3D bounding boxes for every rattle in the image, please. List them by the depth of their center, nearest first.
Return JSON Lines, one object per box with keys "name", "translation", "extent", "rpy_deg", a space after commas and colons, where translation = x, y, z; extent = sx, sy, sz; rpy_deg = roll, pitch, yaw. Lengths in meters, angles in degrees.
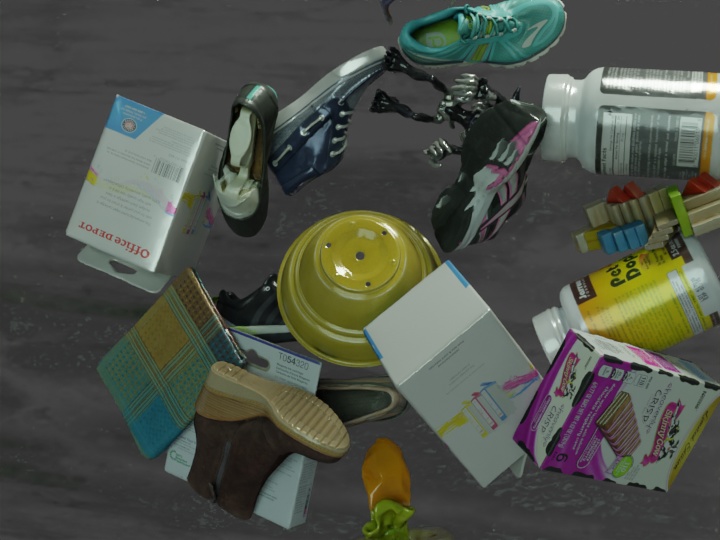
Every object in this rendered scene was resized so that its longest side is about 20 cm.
{"name": "rattle", "translation": [0.039, 0.271, 1.341], "extent": [0.128, 0.200, 0.146], "rpy_deg": [9, 89, 14]}

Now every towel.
{"name": "towel", "translation": [-0.227, 0.113, 1.463], "extent": [0.200, 0.022, 0.148], "rpy_deg": [-44, 67, 26]}

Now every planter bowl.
{"name": "planter bowl", "translation": [0.000, 0.000, 1.388], "extent": [0.196, 0.084, 0.204], "rpy_deg": [-1, 63, 1]}

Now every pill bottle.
{"name": "pill bottle", "translation": [0.292, 0.044, 1.336], "extent": [0.198, 0.109, 0.111], "rpy_deg": [-27, 81, 11]}
{"name": "pill bottle", "translation": [0.301, -0.162, 1.344], "extent": [0.196, 0.116, 0.119], "rpy_deg": [6, 88, 15]}

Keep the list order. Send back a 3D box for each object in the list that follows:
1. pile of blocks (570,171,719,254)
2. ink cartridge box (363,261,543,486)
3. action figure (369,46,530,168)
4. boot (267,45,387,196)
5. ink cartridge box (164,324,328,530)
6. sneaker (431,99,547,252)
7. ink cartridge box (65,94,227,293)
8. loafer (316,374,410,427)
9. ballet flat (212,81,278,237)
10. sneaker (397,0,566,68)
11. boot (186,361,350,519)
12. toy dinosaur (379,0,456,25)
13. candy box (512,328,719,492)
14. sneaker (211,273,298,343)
{"name": "pile of blocks", "translation": [0.306, -0.064, 1.323], "extent": [0.198, 0.082, 0.063], "rpy_deg": [-15, 106, 38]}
{"name": "ink cartridge box", "translation": [0.120, 0.119, 1.327], "extent": [0.125, 0.129, 0.201], "rpy_deg": [-39, 120, 2]}
{"name": "action figure", "translation": [0.107, -0.175, 1.400], "extent": [0.198, 0.102, 0.120], "rpy_deg": [25, 109, 10]}
{"name": "boot", "translation": [-0.032, -0.177, 1.461], "extent": [0.199, 0.073, 0.091], "rpy_deg": [-34, 86, 18]}
{"name": "ink cartridge box", "translation": [-0.131, 0.173, 1.438], "extent": [0.194, 0.043, 0.204], "rpy_deg": [18, 100, 30]}
{"name": "sneaker", "translation": [0.155, -0.108, 1.370], "extent": [0.081, 0.085, 0.201], "rpy_deg": [60, 136, 29]}
{"name": "ink cartridge box", "translation": [-0.252, -0.085, 1.477], "extent": [0.127, 0.125, 0.203], "rpy_deg": [22, 92, 15]}
{"name": "loafer", "translation": [-0.040, 0.161, 1.439], "extent": [0.197, 0.063, 0.073], "rpy_deg": [-13, 84, 13]}
{"name": "ballet flat", "translation": [-0.142, -0.122, 1.439], "extent": [0.067, 0.068, 0.203], "rpy_deg": [15, 118, 13]}
{"name": "sneaker", "translation": [0.140, -0.273, 1.411], "extent": [0.196, 0.080, 0.079], "rpy_deg": [-9, 84, 13]}
{"name": "boot", "translation": [-0.107, 0.210, 1.377], "extent": [0.198, 0.072, 0.169], "rpy_deg": [25, 119, 24]}
{"name": "toy dinosaur", "translation": [0.103, -0.346, 1.393], "extent": [0.179, 0.200, 0.106], "rpy_deg": [-20, 110, 5]}
{"name": "candy box", "translation": [0.273, 0.150, 1.283], "extent": [0.061, 0.198, 0.138], "rpy_deg": [46, 116, 51]}
{"name": "sneaker", "translation": [-0.092, 0.043, 1.456], "extent": [0.196, 0.072, 0.084], "rpy_deg": [-7, 84, 14]}
